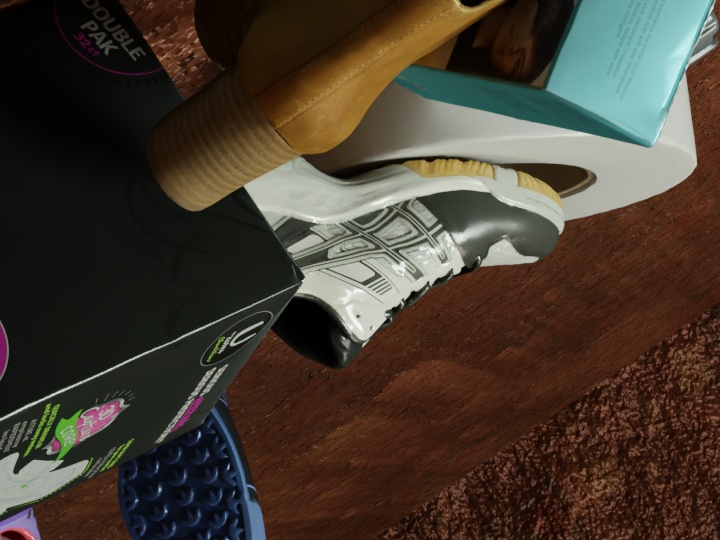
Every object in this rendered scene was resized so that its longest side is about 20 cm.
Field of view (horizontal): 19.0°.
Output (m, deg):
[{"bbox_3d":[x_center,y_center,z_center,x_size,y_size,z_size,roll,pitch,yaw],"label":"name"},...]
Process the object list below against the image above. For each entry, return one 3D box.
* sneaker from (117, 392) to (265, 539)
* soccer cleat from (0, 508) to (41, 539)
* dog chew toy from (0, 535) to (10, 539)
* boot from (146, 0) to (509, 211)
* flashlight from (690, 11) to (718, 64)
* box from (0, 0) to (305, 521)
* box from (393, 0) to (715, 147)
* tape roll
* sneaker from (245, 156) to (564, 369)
[{"bbox_3d":[-0.090,0.072,1.067,0.070,0.201,0.078,-28,164,17],"label":"sneaker"},{"bbox_3d":[-0.271,0.164,1.261,0.200,0.073,0.068,-19,161,-50],"label":"soccer cleat"},{"bbox_3d":[-0.265,0.155,1.050,0.199,0.125,0.125,-4,154,-28],"label":"dog chew toy"},{"bbox_3d":[0.005,-0.101,0.791,0.144,0.071,0.201,-32,-162,24],"label":"boot"},{"bbox_3d":[0.101,-0.101,1.200,0.200,0.068,0.068,-34,164,-3],"label":"flashlight"},{"bbox_3d":[-0.152,0.009,0.793,0.200,0.149,0.124,-23,163,-35],"label":"box"},{"bbox_3d":[0.060,-0.102,0.805,0.083,0.049,0.200,-67,-157,0],"label":"box"},{"bbox_3d":[0.054,-0.070,1.009,0.202,0.071,0.202,-5,170,-1],"label":"tape roll"},{"bbox_3d":[0.000,0.000,0.929,0.199,0.088,0.076,-1,166,-26],"label":"sneaker"}]
